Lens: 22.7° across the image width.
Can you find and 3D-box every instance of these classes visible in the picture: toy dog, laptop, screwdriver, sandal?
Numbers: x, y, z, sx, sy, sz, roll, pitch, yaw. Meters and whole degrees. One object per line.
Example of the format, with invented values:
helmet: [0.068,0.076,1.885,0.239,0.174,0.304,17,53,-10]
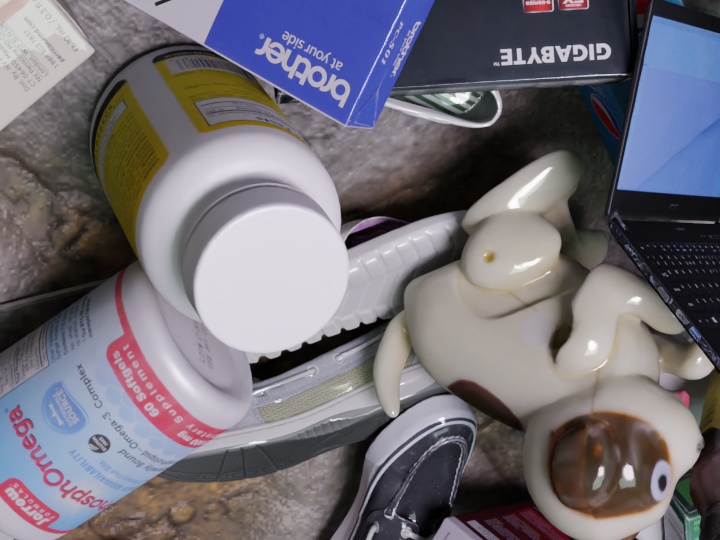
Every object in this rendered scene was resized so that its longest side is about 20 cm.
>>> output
toy dog: [0.116,0.061,1.037,0.193,0.201,0.140,-26,147,-8]
laptop: [0.222,-0.036,1.004,0.103,0.201,0.177,-45,157,25]
screwdriver: [-0.121,-0.004,1.055,0.198,0.028,0.029,-9,104,-1]
sandal: [0.000,-0.004,1.095,0.201,0.050,0.083,-18,147,-13]

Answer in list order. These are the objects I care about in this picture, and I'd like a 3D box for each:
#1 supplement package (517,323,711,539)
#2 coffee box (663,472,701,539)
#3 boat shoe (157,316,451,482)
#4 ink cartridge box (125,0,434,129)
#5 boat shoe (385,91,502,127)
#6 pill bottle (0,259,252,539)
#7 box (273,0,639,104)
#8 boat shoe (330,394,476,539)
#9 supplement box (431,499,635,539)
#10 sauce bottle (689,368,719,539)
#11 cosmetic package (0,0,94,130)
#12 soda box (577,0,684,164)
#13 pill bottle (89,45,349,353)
supplement package: [0.203,0.111,1.196,0.200,0.117,0.117,37,99,-32]
coffee box: [0.261,0.209,1.173,0.122,0.044,0.201,-17,122,-11]
boat shoe: [-0.041,0.080,1.122,0.200,0.065,0.075,-18,159,-8]
ink cartridge box: [-0.061,-0.161,0.923,0.095,0.199,0.044,-62,163,12]
boat shoe: [-0.001,-0.136,1.022,0.199,0.067,0.074,15,109,-27]
pill bottle: [-0.168,0.086,1.031,0.199,0.109,0.109,-34,124,16]
box: [0.046,-0.177,0.972,0.198,0.046,0.161,-3,90,-5]
boat shoe: [0.028,0.167,1.155,0.071,0.068,0.201,5,129,-34]
supplement box: [0.125,0.205,1.166,0.199,0.109,0.061,2,122,-58]
sauce bottle: [0.226,0.107,1.037,0.065,0.201,0.066,10,132,11]
cosmetic package: [-0.246,-0.095,0.929,0.200,0.103,0.087,-40,121,0]
soda box: [0.160,-0.139,1.082,0.064,0.068,0.201,-33,122,-5]
pill bottle: [-0.075,-0.038,0.964,0.110,0.200,0.112,-8,118,-16]
